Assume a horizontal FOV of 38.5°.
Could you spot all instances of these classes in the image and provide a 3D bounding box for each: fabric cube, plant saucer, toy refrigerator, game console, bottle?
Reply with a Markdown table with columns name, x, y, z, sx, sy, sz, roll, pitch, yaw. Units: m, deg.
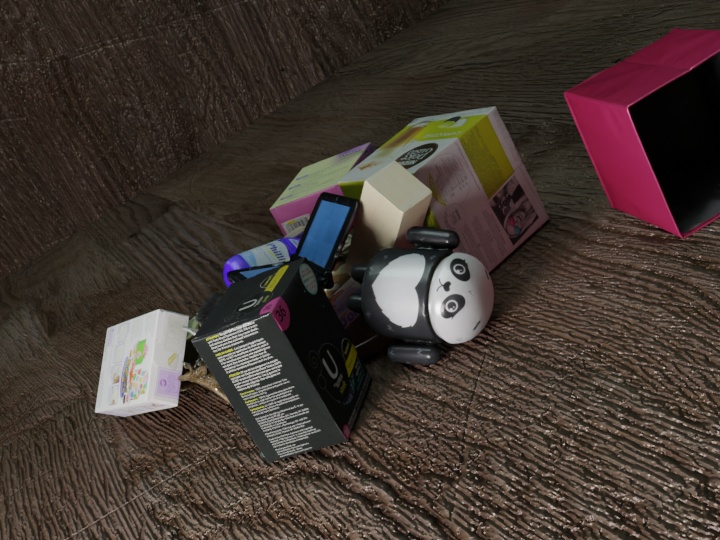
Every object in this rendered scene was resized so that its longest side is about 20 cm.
| name | x | y | z | sx | sy | sz | roll | pitch | yaw |
| --- | --- | --- | --- | --- | --- | --- | --- | --- | --- |
| fabric cube | 0.428 | -0.192 | 1.383 | 0.199 | 0.197 | 0.199 | -31 | 18 | -3 |
| plant saucer | -0.002 | 0.083 | 1.531 | 0.199 | 0.035 | 0.201 | -25 | 21 | 10 |
| toy refrigerator | 0.039 | -0.055 | 1.475 | 0.070 | 0.076 | 0.201 | -35 | -25 | -31 |
| game console | -0.102 | -0.040 | 1.491 | 0.171 | 0.120 | 0.200 | -9 | 10 | -16 |
| bottle | -0.118 | -0.010 | 1.653 | 0.199 | 0.084 | 0.066 | -21 | -30 | -30 |

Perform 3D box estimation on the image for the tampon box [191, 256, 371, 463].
| name | x | y | z | sx | sy | sz | roll | pitch | yaw |
| --- | --- | --- | --- | --- | --- | --- | --- | --- | --- |
| tampon box | -0.096 | 0.115 | 1.330 | 0.125 | 0.201 | 0.150 | -19 | 22 | 23 |

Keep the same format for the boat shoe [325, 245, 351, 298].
| name | x | y | z | sx | sy | sz | roll | pitch | yaw |
| --- | --- | --- | --- | --- | --- | --- | --- | --- | --- |
| boat shoe | 0.000 | 0.000 | 1.678 | 0.071 | 0.077 | 0.199 | 12 | 20 | 42 |

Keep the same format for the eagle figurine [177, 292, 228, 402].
| name | x | y | z | sx | sy | sz | roll | pitch | yaw |
| --- | --- | --- | --- | --- | --- | --- | --- | --- | --- |
| eagle figurine | -0.192 | 0.108 | 1.598 | 0.200 | 0.152 | 0.151 | -49 | 7 | -34 |

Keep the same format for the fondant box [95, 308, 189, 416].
| name | x | y | z | sx | sy | sz | roll | pitch | yaw |
| --- | --- | --- | --- | --- | --- | --- | --- | --- | --- |
| fondant box | -0.351 | 0.152 | 1.648 | 0.199 | 0.058 | 0.146 | -19 | 62 | 52 |

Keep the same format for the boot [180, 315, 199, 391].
| name | x | y | z | sx | sy | sz | roll | pitch | yaw |
| --- | --- | --- | --- | --- | --- | --- | --- | --- | --- |
| boot | -0.329 | 0.158 | 1.740 | 0.154 | 0.072 | 0.200 | -24 | 22 | 21 |

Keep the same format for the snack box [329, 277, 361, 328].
| name | x | y | z | sx | sy | sz | roll | pitch | yaw |
| --- | --- | --- | --- | --- | --- | --- | --- | --- | --- |
| snack box | -0.027 | 0.056 | 1.546 | 0.072 | 0.024 | 0.200 | -3 | 32 | 47 |

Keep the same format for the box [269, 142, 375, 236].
| name | x | y | z | sx | sy | sz | roll | pitch | yaw |
| --- | --- | --- | --- | --- | --- | --- | --- | --- | --- |
| box | -0.060 | -0.154 | 2.102 | 0.175 | 0.097 | 0.200 | -18 | 23 | 28 |

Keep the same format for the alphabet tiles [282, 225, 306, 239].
| name | x | y | z | sx | sy | sz | roll | pitch | yaw |
| --- | --- | --- | --- | --- | --- | --- | --- | --- | --- |
| alphabet tiles | -0.132 | -0.007 | 1.780 | 0.195 | 0.015 | 0.200 | -35 | -19 | -17 |

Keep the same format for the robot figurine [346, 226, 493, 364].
| name | x | y | z | sx | sy | sz | roll | pitch | yaw |
| --- | --- | --- | --- | --- | --- | --- | --- | --- | --- |
| robot figurine | 0.079 | 0.032 | 1.375 | 0.199 | 0.151 | 0.125 | 4 | 29 | 33 |

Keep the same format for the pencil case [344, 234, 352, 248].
| name | x | y | z | sx | sy | sz | roll | pitch | yaw |
| --- | --- | --- | --- | --- | --- | --- | --- | --- | --- |
| pencil case | -0.090 | 0.013 | 1.742 | 0.078 | 0.090 | 0.200 | 35 | 58 | 28 |

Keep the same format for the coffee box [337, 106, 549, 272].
| name | x | y | z | sx | sy | sz | roll | pitch | yaw |
| --- | --- | --- | --- | --- | --- | --- | --- | --- | --- |
| coffee box | 0.124 | -0.108 | 1.579 | 0.197 | 0.201 | 0.199 | -39 | 22 | -28 |
